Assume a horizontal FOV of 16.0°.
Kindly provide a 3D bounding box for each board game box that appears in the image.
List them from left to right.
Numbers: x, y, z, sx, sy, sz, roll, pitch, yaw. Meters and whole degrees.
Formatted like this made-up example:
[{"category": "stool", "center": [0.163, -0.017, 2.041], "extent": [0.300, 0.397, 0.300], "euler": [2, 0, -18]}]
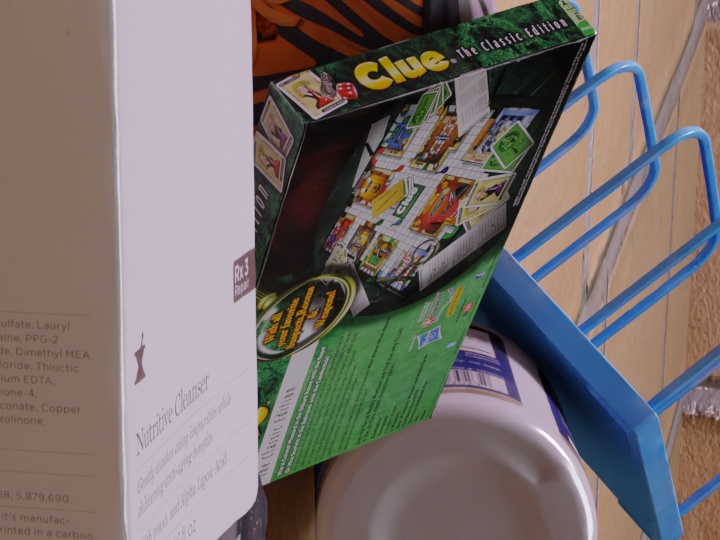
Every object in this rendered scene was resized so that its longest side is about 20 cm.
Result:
[{"category": "board game box", "center": [0.000, 0.000, 0.802], "extent": [0.105, 0.023, 0.200], "euler": [-21, 151, -30]}]

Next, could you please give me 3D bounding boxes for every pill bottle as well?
[{"category": "pill bottle", "center": [0.035, 0.083, 1.083], "extent": [0.200, 0.111, 0.111], "euler": [-94, -173, -78]}]

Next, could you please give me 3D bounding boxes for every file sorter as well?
[{"category": "file sorter", "center": [0.113, -0.004, 1.158], "extent": [0.123, 0.200, 0.139], "euler": [-37, 152, -7]}]

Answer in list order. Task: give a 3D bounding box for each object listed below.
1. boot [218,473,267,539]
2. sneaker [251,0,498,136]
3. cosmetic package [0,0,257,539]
[{"category": "boot", "center": [-0.074, 0.129, 0.730], "extent": [0.132, 0.070, 0.200], "euler": [46, 40, -71]}, {"category": "sneaker", "center": [-0.023, -0.091, 0.750], "extent": [0.200, 0.112, 0.078], "euler": [70, 1, -52]}, {"category": "cosmetic package", "center": [-0.076, -0.026, 0.607], "extent": [0.113, 0.081, 0.200], "euler": [-48, 140, -70]}]
